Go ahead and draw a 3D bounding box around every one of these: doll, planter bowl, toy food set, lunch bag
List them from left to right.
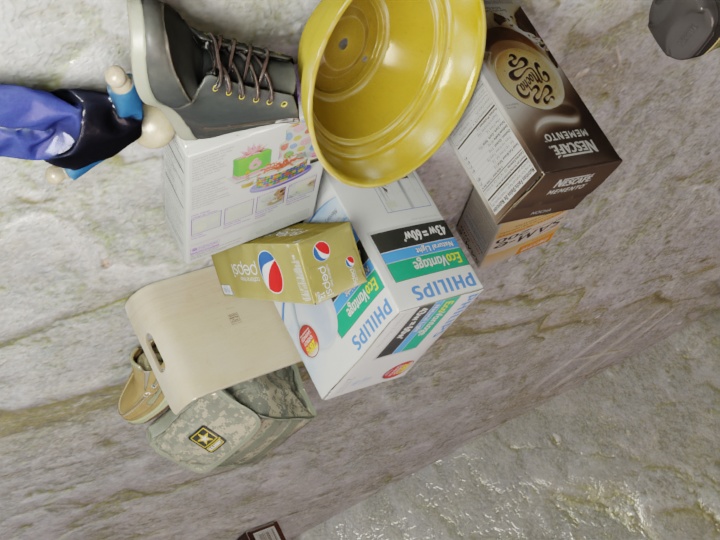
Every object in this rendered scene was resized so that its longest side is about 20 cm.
[{"bbox_3d":[-0.222,-0.115,0.851,0.199,0.049,0.136,-3,149,-49],"label":"doll"},{"bbox_3d":[-0.190,0.209,1.578,0.164,0.118,0.199,-40,151,29],"label":"lunch bag"},{"bbox_3d":[-0.150,0.070,1.253,0.198,0.144,0.061,-18,158,-29],"label":"toy food set"},{"bbox_3d":[0.008,-0.177,0.917,0.199,0.083,0.202,-28,135,-32],"label":"planter bowl"}]

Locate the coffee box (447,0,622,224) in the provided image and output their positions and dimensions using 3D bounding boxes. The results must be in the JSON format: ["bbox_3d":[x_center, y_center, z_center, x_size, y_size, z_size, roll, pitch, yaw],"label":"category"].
[{"bbox_3d":[0.137,-0.152,1.025,0.112,0.201,0.080,-12,155,-38],"label":"coffee box"}]

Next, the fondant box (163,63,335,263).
[{"bbox_3d":[-0.109,-0.097,1.036,0.143,0.059,0.200,-22,160,-19],"label":"fondant box"}]

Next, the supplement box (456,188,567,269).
[{"bbox_3d":[0.214,-0.093,1.455,0.125,0.074,0.200,-22,159,-17],"label":"supplement box"}]

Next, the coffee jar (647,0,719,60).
[{"bbox_3d":[0.416,-0.303,1.207,0.198,0.086,0.104,-22,162,-21],"label":"coffee jar"}]

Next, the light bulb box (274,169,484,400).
[{"bbox_3d":[0.000,0.000,1.205,0.124,0.201,0.199,-13,155,-36],"label":"light bulb box"}]

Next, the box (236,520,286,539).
[{"bbox_3d":[-0.271,0.695,2.690,0.099,0.075,0.200,-10,151,-43],"label":"box"}]

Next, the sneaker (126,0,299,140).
[{"bbox_3d":[-0.106,-0.158,0.830,0.105,0.076,0.200,-6,171,5],"label":"sneaker"}]

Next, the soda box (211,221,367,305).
[{"bbox_3d":[-0.079,-0.009,1.127,0.067,0.065,0.199,-24,-166,-30],"label":"soda box"}]

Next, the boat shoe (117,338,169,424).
[{"bbox_3d":[-0.254,0.115,1.353,0.076,0.072,0.200,15,127,-43],"label":"boat shoe"}]
